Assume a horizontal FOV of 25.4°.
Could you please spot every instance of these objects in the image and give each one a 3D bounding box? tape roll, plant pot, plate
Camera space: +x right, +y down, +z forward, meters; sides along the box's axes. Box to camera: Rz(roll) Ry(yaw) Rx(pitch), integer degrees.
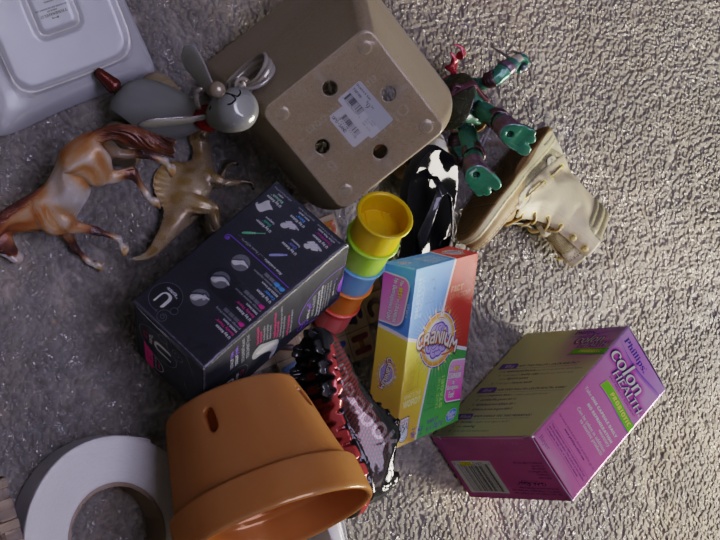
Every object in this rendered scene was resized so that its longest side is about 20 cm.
[{"bbox_3d":[-0.248,0.262,1.575,0.203,0.037,0.203,4,84,-36],"label":"tape roll"},{"bbox_3d":[-0.105,0.192,1.567,0.200,0.200,0.140,-6,65,-37],"label":"plant pot"},{"bbox_3d":[-0.021,-0.176,1.649,0.200,0.177,0.200,-38,111,5],"label":"plant pot"},{"bbox_3d":[-0.313,-0.258,1.583,0.200,0.032,0.200,-28,102,-34],"label":"plate"}]

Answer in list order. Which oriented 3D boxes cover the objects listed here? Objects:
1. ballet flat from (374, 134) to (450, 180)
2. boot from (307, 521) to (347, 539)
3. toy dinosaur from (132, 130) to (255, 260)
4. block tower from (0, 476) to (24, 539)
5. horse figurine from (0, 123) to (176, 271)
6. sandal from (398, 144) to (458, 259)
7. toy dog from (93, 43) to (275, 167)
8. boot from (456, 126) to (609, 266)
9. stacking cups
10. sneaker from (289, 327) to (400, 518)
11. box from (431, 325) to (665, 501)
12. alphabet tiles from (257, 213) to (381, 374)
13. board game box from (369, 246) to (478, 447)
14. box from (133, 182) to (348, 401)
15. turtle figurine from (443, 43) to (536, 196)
[{"bbox_3d":[0.050,-0.146,1.813,0.200,0.072,0.068,26,66,-32],"label":"ballet flat"},{"bbox_3d":[-0.027,0.222,1.718,0.096,0.074,0.200,-19,97,-32],"label":"boot"},{"bbox_3d":[-0.174,-0.068,1.663,0.101,0.058,0.200,28,61,-15],"label":"toy dinosaur"},{"bbox_3d":[-0.366,0.190,1.484,0.054,0.058,0.200,-18,94,-36],"label":"block tower"},{"bbox_3d":[-0.263,-0.075,1.546,0.133,0.050,0.200,29,112,-30],"label":"horse figurine"},{"bbox_3d":[0.081,-0.043,1.801,0.076,0.043,0.200,-8,112,-39],"label":"sandal"},{"bbox_3d":[-0.191,-0.173,1.569,0.096,0.200,0.132,49,37,-32],"label":"toy dog"},{"bbox_3d":[0.212,-0.057,1.924,0.155,0.073,0.200,51,54,-18],"label":"boot"},{"bbox_3d":[0.000,0.000,1.680,0.060,0.200,0.061,9,53,-12],"label":"stacking cups"},{"bbox_3d":[-0.011,0.153,1.669,0.098,0.071,0.200,-14,87,-38],"label":"sneaker"},{"bbox_3d":[0.217,0.165,1.840,0.200,0.176,0.097,-45,111,-31],"label":"box"},{"bbox_3d":[-0.056,0.034,1.758,0.200,0.006,0.166,-21,98,-36],"label":"alphabet tiles"},{"bbox_3d":[0.068,0.082,1.755,0.153,0.040,0.200,-15,114,-59],"label":"board game box"},{"bbox_3d":[-0.121,0.028,1.603,0.106,0.122,0.200,41,65,16],"label":"box"},{"bbox_3d":[0.136,-0.180,1.850,0.101,0.200,0.150,10,123,-19],"label":"turtle figurine"}]
